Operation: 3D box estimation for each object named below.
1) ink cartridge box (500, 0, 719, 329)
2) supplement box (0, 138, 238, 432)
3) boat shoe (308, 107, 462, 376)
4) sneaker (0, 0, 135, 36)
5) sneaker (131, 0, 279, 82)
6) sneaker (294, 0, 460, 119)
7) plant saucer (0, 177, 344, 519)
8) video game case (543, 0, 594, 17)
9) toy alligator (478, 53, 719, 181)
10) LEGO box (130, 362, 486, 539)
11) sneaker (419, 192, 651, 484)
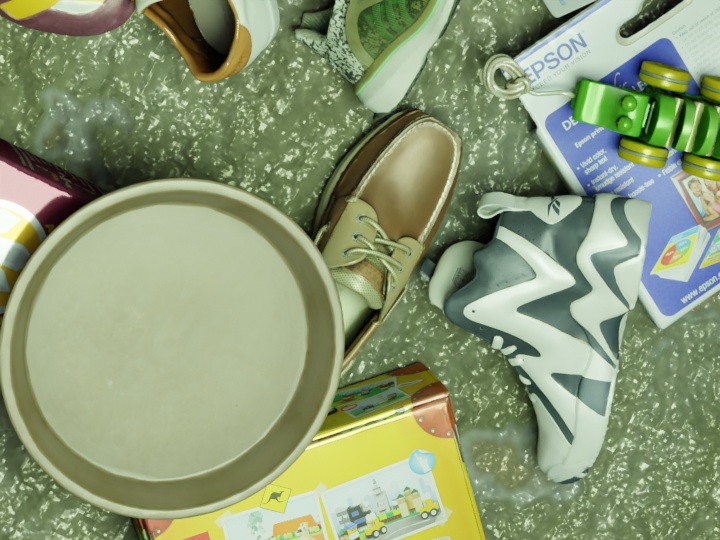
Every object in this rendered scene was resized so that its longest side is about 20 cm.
[{"bbox_3d":[0.210,-0.100,1.829,0.198,0.047,0.200,-34,106,-3],"label":"ink cartridge box"},{"bbox_3d":[-0.187,-0.002,1.730,0.200,0.086,0.110,26,95,-18],"label":"supplement box"},{"bbox_3d":[0.000,0.000,1.782,0.076,0.074,0.200,30,94,-18],"label":"boat shoe"},{"bbox_3d":[-0.210,-0.187,1.678,0.200,0.090,0.075,27,95,-18],"label":"sneaker"},{"bbox_3d":[-0.108,-0.199,1.695,0.073,0.085,0.200,-19,110,26],"label":"sneaker"},{"bbox_3d":[0.015,-0.169,1.709,0.089,0.077,0.200,26,137,-3],"label":"sneaker"},{"bbox_3d":[-0.108,0.043,1.700,0.200,0.029,0.200,-4,105,-15],"label":"plant saucer"},{"bbox_3d":[0.134,-0.235,1.698,0.143,0.018,0.200,-24,139,13],"label":"video game case"},{"bbox_3d":[0.170,-0.091,1.770,0.200,0.054,0.059,11,100,-15],"label":"toy alligator"},{"bbox_3d":[-0.029,0.161,1.811,0.200,0.077,0.149,-18,106,-9],"label":"LEGO box"},{"bbox_3d":[0.096,0.034,1.812,0.129,0.080,0.199,12,130,4],"label":"sneaker"}]
